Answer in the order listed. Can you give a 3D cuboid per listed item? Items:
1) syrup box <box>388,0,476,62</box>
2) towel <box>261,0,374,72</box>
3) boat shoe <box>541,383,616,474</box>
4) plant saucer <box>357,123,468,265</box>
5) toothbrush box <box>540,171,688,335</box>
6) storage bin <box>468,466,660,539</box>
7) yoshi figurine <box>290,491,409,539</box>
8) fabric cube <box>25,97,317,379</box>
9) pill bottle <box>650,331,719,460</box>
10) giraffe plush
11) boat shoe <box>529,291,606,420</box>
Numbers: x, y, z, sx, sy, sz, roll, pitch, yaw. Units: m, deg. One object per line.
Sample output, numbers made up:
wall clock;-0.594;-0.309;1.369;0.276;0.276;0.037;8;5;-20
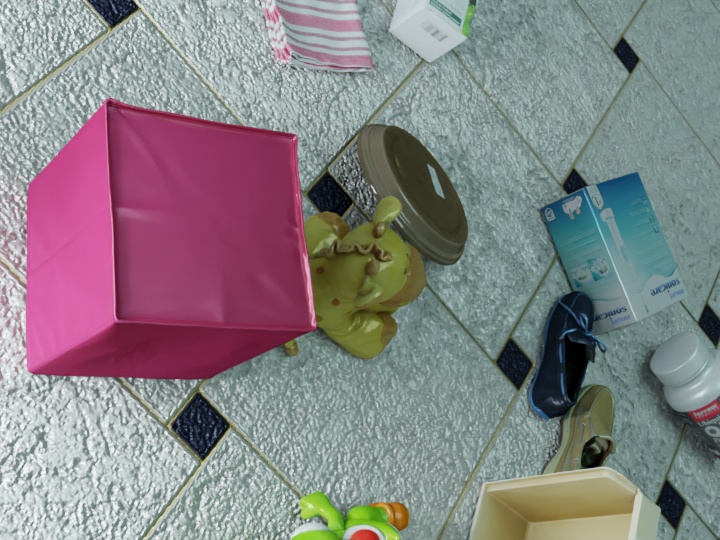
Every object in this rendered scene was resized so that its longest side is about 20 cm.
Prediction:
syrup box;0.112;-0.395;1.377;0.079;0.081;0.200;32;57;-26
towel;-0.060;-0.346;1.257;0.146;0.030;0.201;-4;75;-40
boat shoe;0.300;0.225;1.288;0.072;0.076;0.200;43;52;-17
plant saucer;0.070;-0.099;1.214;0.200;0.029;0.200;41;29;-29
toothbrush box;0.365;-0.025;1.431;0.146;0.085;0.201;-19;84;-42
storage bin;0.212;0.335;1.097;0.094;0.198;0.200;39;53;-25
yoshi figurine;-0.037;0.289;1.006;0.200;0.112;0.112;7;109;-51
fabric cube;-0.181;-0.017;0.922;0.196;0.199;0.201;6;69;-35
pill bottle;0.514;0.184;1.450;0.200;0.111;0.111;45;51;-15
giraffe plush;0.000;0.000;1.080;0.200;0.162;0.173;-4;76;-40
boat shoe;0.288;0.112;1.327;0.084;0.069;0.200;34;55;-24
